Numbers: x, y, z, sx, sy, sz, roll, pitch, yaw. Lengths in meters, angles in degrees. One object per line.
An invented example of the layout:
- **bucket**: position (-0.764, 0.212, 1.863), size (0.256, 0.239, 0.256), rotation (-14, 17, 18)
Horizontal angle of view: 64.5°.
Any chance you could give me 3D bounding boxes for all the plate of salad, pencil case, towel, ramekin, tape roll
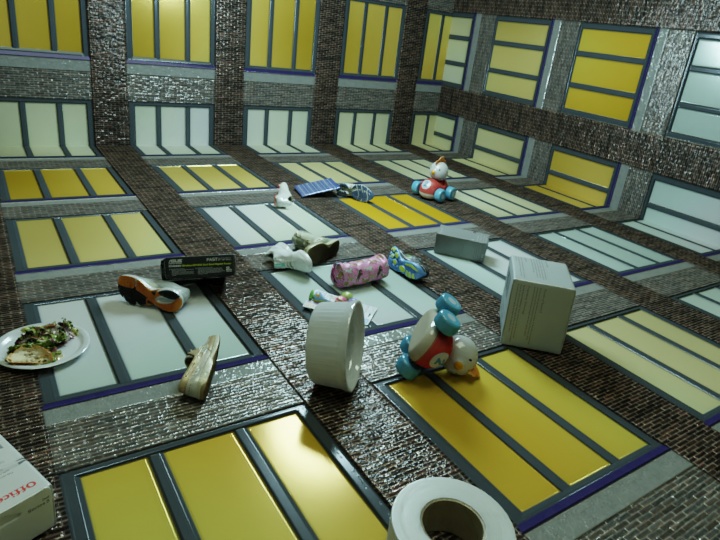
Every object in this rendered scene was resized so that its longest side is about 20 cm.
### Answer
- **plate of salad**: position (-0.715, 0.157, 1.281), size (0.195, 0.049, 0.201), rotation (6, 23, -2)
- **pencil case**: position (0.000, 0.000, 1.830), size (0.197, 0.088, 0.082), rotation (-10, -3, -36)
- **towel**: position (-0.205, -0.392, 2.717), size (0.196, 0.024, 0.145), rotation (-15, 31, -17)
- **ramekin**: position (-0.055, 0.165, 1.284), size (0.096, 0.205, 0.201), rotation (4, 21, 12)
- **tape roll**: position (0.139, 0.423, 0.895), size (0.198, 0.072, 0.203), rotation (7, 23, -3)

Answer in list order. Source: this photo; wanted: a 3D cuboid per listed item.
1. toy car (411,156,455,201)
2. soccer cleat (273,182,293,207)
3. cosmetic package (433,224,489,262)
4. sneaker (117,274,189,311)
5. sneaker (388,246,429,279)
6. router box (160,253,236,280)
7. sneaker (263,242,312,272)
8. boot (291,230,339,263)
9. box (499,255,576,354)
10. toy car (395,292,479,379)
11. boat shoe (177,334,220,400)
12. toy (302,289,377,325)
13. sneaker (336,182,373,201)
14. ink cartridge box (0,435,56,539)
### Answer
- **toy car**: position (0.379, -0.473, 2.875), size (0.183, 0.204, 0.175), rotation (25, 28, 37)
- **soccer cleat**: position (-0.333, -0.328, 2.519), size (0.076, 0.070, 0.201), rotation (10, 30, -6)
- **cosmetic package**: position (0.386, -0.104, 2.185), size (0.196, 0.092, 0.107), rotation (15, 26, 9)
- **sneaker**: position (-0.558, 0.056, 1.552), size (0.196, 0.077, 0.092), rotation (18, 16, 6)
- **sneaker**: position (0.163, -0.022, 1.962), size (0.082, 0.072, 0.199), rotation (8, 19, -37)
- **router box**: position (-0.471, -0.009, 1.655), size (0.196, 0.064, 0.149), rotation (-4, -1, -24)
- **sneaker**: position (-0.237, -0.028, 1.855), size (0.088, 0.077, 0.198), rotation (-28, 34, -35)
- **boot**: position (-0.181, -0.086, 1.986), size (0.152, 0.074, 0.199), rotation (19, 20, 23)
- **box**: position (0.492, 0.091, 1.614), size (0.168, 0.204, 0.199), rotation (9, 22, 9)
- **toy car**: position (0.218, 0.199, 1.380), size (0.199, 0.185, 0.177), rotation (36, 23, -5)
- **boat shoe**: position (-0.353, 0.202, 1.255), size (0.068, 0.075, 0.201), rotation (10, 23, -8)
- **toy**: position (-0.055, 0.090, 1.643), size (0.196, 0.048, 0.115), rotation (13, 25, 13)
- **sneaker**: position (-0.014, -0.383, 2.728), size (0.197, 0.079, 0.085), rotation (20, 22, 27)
- **ink cartridge box**: position (-0.576, 0.339, 0.851), size (0.197, 0.086, 0.145), rotation (22, 27, 31)
